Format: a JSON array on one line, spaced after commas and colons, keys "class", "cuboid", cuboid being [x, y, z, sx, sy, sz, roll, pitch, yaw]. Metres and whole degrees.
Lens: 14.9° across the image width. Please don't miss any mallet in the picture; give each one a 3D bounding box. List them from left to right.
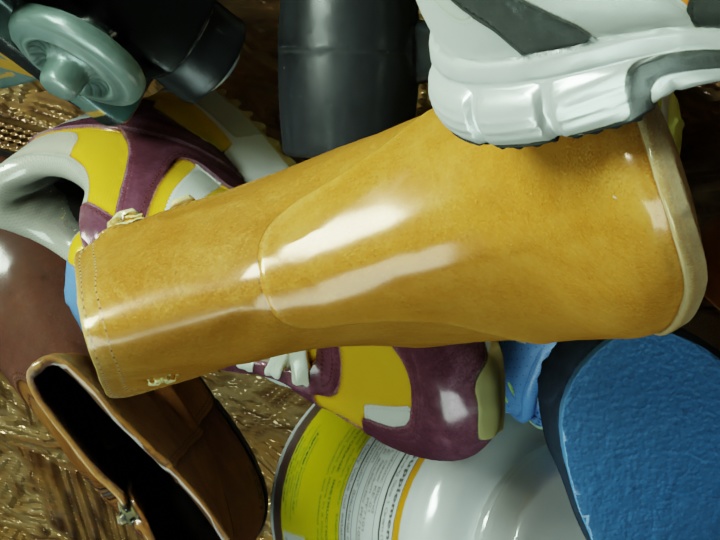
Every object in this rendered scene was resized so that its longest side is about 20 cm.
[{"class": "mallet", "cuboid": [0.072, -0.072, 0.774, 0.199, 0.066, 0.041, -7, -178, 11]}]

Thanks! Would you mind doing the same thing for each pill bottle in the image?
[{"class": "pill bottle", "cuboid": [0.047, 0.090, 0.944, 0.109, 0.110, 0.200, 34, 170, -18]}]

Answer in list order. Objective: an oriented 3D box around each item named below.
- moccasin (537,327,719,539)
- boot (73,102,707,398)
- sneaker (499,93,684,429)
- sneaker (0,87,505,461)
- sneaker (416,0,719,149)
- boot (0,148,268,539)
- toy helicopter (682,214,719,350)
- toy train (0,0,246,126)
[{"class": "moccasin", "cuboid": [0.110, 0.083, 0.818, 0.200, 0.080, 0.068, 52, -177, -30]}, {"class": "boot", "cuboid": [0.000, -0.001, 0.699, 0.143, 0.071, 0.201, -15, 180, -9]}, {"class": "sneaker", "cuboid": [0.036, 0.012, 0.869, 0.075, 0.106, 0.200, -1, 160, -26]}, {"class": "sneaker", "cuboid": [-0.039, 0.010, 0.849, 0.200, 0.090, 0.075, 34, 135, 45]}, {"class": "sneaker", "cuboid": [0.087, -0.082, 0.575, 0.199, 0.074, 0.080, -11, 115, 31]}, {"class": "boot", "cuboid": [-0.101, 0.036, 0.935, 0.189, 0.068, 0.200, 59, -178, -2]}, {"class": "toy helicopter", "cuboid": [0.123, 0.029, 0.886, 0.199, 0.079, 0.132, 20, 160, 34]}, {"class": "toy train", "cuboid": [-0.127, -0.115, 0.829, 0.200, 0.086, 0.114, 35, 163, -24]}]
